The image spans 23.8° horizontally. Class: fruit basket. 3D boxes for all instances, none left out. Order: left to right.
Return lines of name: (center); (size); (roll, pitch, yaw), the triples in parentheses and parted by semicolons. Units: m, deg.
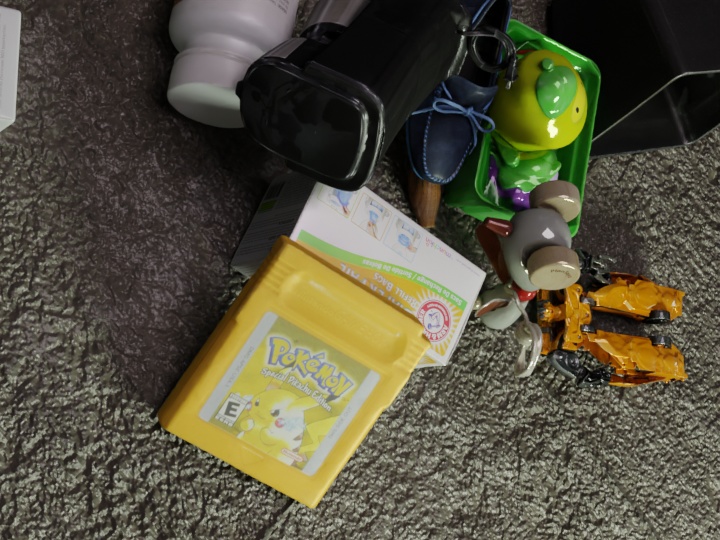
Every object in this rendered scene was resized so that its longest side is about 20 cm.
fruit basket: (0.178, -0.149, 1.703); (0.155, 0.215, 0.217); (22, 67, -28)

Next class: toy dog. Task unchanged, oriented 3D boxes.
toy dog: (0.141, -0.004, 1.648); (0.095, 0.201, 0.132); (11, 38, -14)

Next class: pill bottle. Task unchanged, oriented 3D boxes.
pill bottle: (-0.116, -0.241, 1.578); (0.114, 0.114, 0.202); (21, 68, -28)

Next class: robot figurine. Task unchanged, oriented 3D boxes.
robot figurine: (0.258, 0.059, 1.794); (0.199, 0.058, 0.146); (11, 72, -32)

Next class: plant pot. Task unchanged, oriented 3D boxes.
plant pot: (0.319, -0.248, 1.837); (0.199, 0.199, 0.179); (-8, 72, -35)

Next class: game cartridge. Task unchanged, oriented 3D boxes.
game cartridge: (-0.055, 0.093, 1.521); (0.176, 0.032, 0.201); (31, 102, -24)

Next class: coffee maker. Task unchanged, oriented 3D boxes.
coffee maker: (0.016, -0.175, 1.513); (0.200, 0.190, 0.136); (-57, 143, -46)

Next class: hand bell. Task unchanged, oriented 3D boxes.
hand bell: (0.062, -0.144, 1.707); (0.103, 0.104, 0.202); (-7, 94, -35)

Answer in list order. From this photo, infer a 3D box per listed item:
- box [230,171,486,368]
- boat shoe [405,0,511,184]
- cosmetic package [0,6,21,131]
box: (0.000, 0.000, 1.595); (0.199, 0.112, 0.102); (35, 69, -23)
boat shoe: (0.093, -0.180, 1.638); (0.084, 0.069, 0.202); (3, 102, -31)
cosmetic package: (-0.386, -0.178, 1.406); (0.199, 0.071, 0.102); (10, 73, -32)
